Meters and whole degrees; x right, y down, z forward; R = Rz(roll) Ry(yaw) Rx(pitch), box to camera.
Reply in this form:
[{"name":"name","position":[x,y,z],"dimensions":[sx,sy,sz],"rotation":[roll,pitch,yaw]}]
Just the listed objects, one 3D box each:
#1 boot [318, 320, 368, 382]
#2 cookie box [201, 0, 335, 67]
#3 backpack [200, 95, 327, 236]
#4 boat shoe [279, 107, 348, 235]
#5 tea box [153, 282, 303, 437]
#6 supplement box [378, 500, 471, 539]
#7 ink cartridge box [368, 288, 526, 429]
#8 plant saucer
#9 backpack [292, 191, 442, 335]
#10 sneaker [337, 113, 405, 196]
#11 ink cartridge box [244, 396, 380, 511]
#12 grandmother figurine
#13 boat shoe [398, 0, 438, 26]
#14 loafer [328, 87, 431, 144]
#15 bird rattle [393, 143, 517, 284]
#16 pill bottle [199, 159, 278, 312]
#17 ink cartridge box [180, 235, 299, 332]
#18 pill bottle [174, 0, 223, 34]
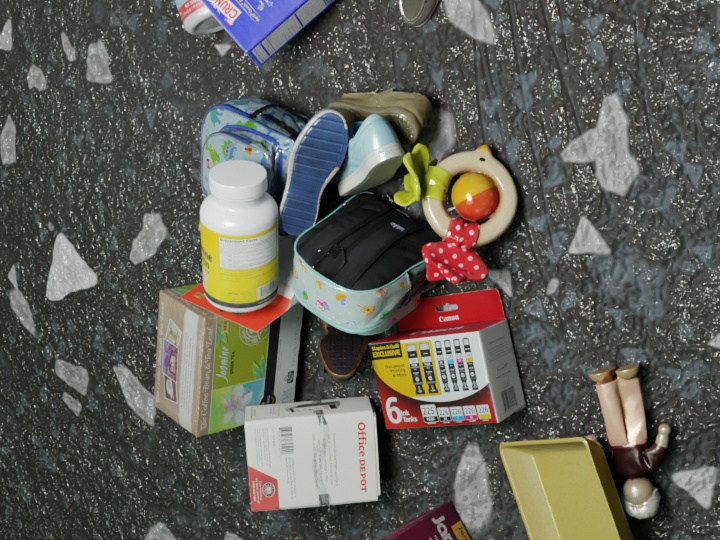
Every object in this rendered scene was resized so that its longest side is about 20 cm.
[{"name":"boot","position":[-0.027,0.135,1.748],"dimensions":[0.074,0.200,0.098],"rotation":[0,117,-1]},{"name":"cookie box","position":[-0.130,-0.423,1.671],"dimensions":[0.200,0.075,0.171],"rotation":[-40,74,2]},{"name":"backpack","position":[-0.158,-0.164,1.765],"dimensions":[0.199,0.147,0.184],"rotation":[31,129,32]},{"name":"boat shoe","position":[-0.072,-0.149,1.640],"dimensions":[0.072,0.073,0.201],"rotation":[16,123,-14]},{"name":"tea box","position":[-0.209,0.130,1.846],"dimensions":[0.133,0.196,0.202],"rotation":[26,117,44]},{"name":"supplement box","position":[0.077,0.444,1.715],"dimensions":[0.103,0.199,0.132],"rotation":[-36,79,37]},{"name":"ink cartridge box","position":[0.117,0.128,1.677],"dimensions":[0.199,0.084,0.177],"rotation":[-10,94,39]},{"name":"plant saucer","position":[0.290,0.317,1.586],"dimensions":[0.200,0.048,0.201],"rotation":[-19,90,60]},{"name":"backpack","position":[0.000,0.000,1.659],"dimensions":[0.175,0.200,0.154],"rotation":[35,131,24]},{"name":"sneaker","position":[0.009,-0.165,1.637],"dimensions":[0.200,0.073,0.083],"rotation":[-35,72,66]},{"name":"ink cartridge box","position":[-0.075,0.280,1.799],"dimensions":[0.198,0.083,0.148],"rotation":[-4,102,-4]},{"name":"grandmother figurine","position":[0.351,0.228,1.540],"dimensions":[0.121,0.060,0.202],"rotation":[-12,91,48]},{"name":"boat shoe","position":[0.084,-0.426,1.574],"dimensions":[0.067,0.057,0.201],"rotation":[33,120,27]},{"name":"loafer","position":[0.030,-0.219,1.666],"dimensions":[0.199,0.067,0.076],"rotation":[18,139,49]},{"name":"bird rattle","position":[0.135,-0.085,1.574],"dimensions":[0.162,0.113,0.201],"rotation":[-27,73,-2]},{"name":"pill bottle","position":[-0.172,-0.050,1.662],"dimensions":[0.112,0.112,0.201],"rotation":[24,128,31]},{"name":"ink cartridge box","position":[-0.150,0.005,1.777],"dimensions":[0.162,0.200,0.057],"rotation":[21,123,31]},{"name":"pill bottle","position":[-0.250,-0.473,1.788],"dimensions":[0.108,0.108,0.201],"rotation":[-23,87,39]}]
